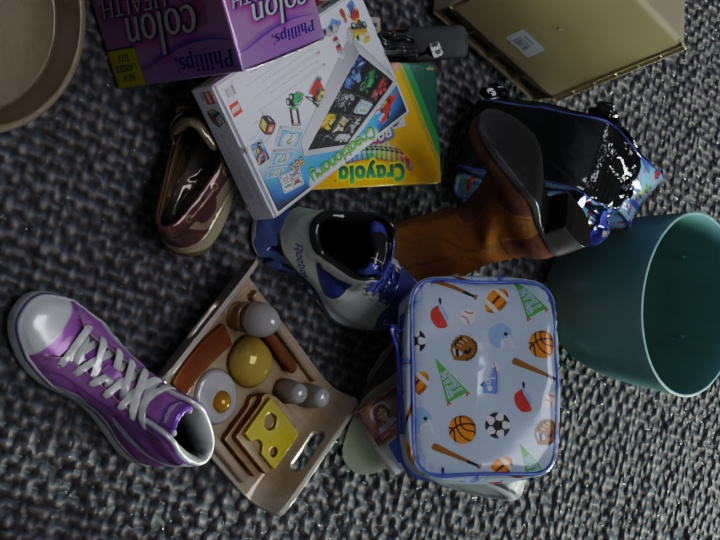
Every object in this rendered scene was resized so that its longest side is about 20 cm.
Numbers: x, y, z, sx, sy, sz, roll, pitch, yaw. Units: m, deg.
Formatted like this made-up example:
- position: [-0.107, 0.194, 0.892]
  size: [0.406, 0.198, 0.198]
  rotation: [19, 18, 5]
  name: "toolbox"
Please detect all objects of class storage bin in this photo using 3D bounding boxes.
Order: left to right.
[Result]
- position: [0.210, -0.286, 1.459]
  size: [0.200, 0.198, 0.094]
  rotation: [33, 52, -39]
  name: "storage bin"

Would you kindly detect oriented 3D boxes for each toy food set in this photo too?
- position: [-0.088, 0.108, 1.270]
  size: [0.144, 0.060, 0.200]
  rotation: [-54, 127, -28]
  name: "toy food set"

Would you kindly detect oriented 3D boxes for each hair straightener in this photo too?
- position: [0.043, -0.227, 1.370]
  size: [0.199, 0.077, 0.041]
  rotation: [-5, 95, -48]
  name: "hair straightener"

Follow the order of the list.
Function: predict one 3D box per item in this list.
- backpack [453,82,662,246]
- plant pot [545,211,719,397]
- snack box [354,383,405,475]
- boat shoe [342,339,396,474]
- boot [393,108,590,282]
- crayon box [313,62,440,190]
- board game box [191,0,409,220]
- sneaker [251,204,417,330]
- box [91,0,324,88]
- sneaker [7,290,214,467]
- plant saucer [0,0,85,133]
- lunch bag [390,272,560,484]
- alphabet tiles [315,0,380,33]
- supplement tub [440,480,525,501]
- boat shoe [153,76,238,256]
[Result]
- position: [0.217, -0.099, 1.488]
  size: [0.200, 0.182, 0.135]
  rotation: [26, 81, -52]
  name: "backpack"
- position: [0.306, 0.034, 1.572]
  size: [0.200, 0.160, 0.202]
  rotation: [-3, 95, -45]
  name: "plant pot"
- position: [0.095, 0.115, 1.357]
  size: [0.199, 0.024, 0.072]
  rotation: [-32, 90, -15]
  name: "snack box"
- position: [0.040, 0.112, 1.390]
  size: [0.071, 0.063, 0.201]
  rotation: [34, 80, -18]
  name: "boat shoe"
- position: [0.096, -0.065, 1.358]
  size: [0.188, 0.199, 0.069]
  rotation: [41, 47, -40]
  name: "boot"
- position: [-0.012, -0.137, 1.333]
  size: [0.199, 0.058, 0.120]
  rotation: [-7, 95, -43]
  name: "crayon box"
- position: [-0.047, -0.149, 1.233]
  size: [0.200, 0.034, 0.127]
  rotation: [-40, 116, -37]
  name: "board game box"
- position: [0.000, 0.000, 1.317]
  size: [0.199, 0.115, 0.081]
  rotation: [34, 69, -38]
  name: "sneaker"
- position: [-0.144, -0.263, 1.135]
  size: [0.096, 0.175, 0.201]
  rotation: [-30, 111, -39]
  name: "box"
- position: [-0.192, 0.089, 1.140]
  size: [0.201, 0.114, 0.073]
  rotation: [48, 62, -31]
  name: "sneaker"
- position: [-0.305, -0.206, 1.085]
  size: [0.199, 0.029, 0.202]
  rotation: [-1, 92, -44]
  name: "plant saucer"
- position: [0.105, 0.099, 1.312]
  size: [0.159, 0.076, 0.202]
  rotation: [1, 80, -7]
  name: "lunch bag"
- position: [-0.040, -0.214, 1.350]
  size: [0.166, 0.008, 0.202]
  rotation: [-7, 96, -43]
  name: "alphabet tiles"
- position: [0.132, 0.126, 1.439]
  size: [0.122, 0.122, 0.201]
  rotation: [30, 71, -39]
  name: "supplement tub"
- position: [-0.129, -0.114, 1.211]
  size: [0.201, 0.072, 0.072]
  rotation: [-67, 160, -12]
  name: "boat shoe"
